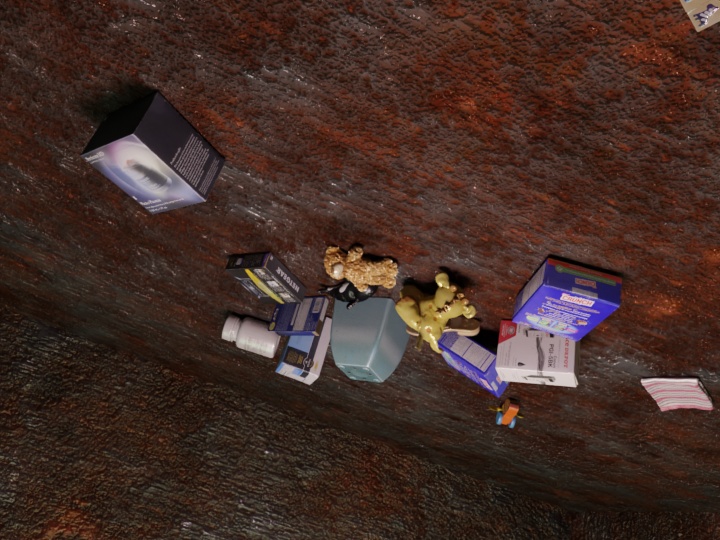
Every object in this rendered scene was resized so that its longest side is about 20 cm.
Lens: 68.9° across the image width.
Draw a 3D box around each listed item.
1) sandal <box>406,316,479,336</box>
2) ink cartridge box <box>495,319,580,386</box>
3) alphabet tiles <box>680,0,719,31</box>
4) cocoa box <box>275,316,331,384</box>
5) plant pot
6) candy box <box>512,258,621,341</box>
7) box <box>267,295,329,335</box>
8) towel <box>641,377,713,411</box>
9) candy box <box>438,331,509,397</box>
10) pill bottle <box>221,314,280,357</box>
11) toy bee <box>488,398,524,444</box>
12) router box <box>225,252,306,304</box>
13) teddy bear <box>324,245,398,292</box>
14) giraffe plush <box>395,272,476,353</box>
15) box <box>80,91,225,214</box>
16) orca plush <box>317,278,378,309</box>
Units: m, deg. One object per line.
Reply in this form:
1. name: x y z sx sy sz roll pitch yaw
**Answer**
1. sandal: 0.228 0.135 1.471 0.207 0.078 0.071 1 129 16
2. ink cartridge box: 0.467 0.214 1.380 0.196 0.149 0.083 -2 146 28
3. alphabet tiles: 0.449 -0.346 0.560 0.165 0.006 0.198 35 146 -29
4. cocoa box: -0.182 0.248 1.727 0.129 0.203 0.134 22 152 -9
5. plant pot: 0.019 0.216 1.567 0.193 0.203 0.196 0 148 29
6. candy box: 0.460 0.070 1.191 0.166 0.078 0.201 17 152 3
7. box: -0.194 0.142 1.633 0.197 0.123 0.032 -4 147 33
8. towel: 0.916 0.358 1.516 0.145 0.030 0.199 -13 139 41
9. candy box: 0.325 0.262 1.532 0.199 0.077 0.170 33 167 41
10. pill bottle: -0.394 0.234 1.906 0.196 0.116 0.115 18 152 -2
11. toy bee: 0.538 0.542 1.985 0.130 0.109 0.201 31 124 -10
12. router box: -0.275 0.027 1.547 0.154 0.053 0.200 -2 146 30
13. teddy bear: 0.000 0.000 1.339 0.197 0.068 0.145 21 149 -9
14. giraffe plush: 0.197 0.087 1.319 0.171 0.202 0.162 32 119 -21
15. box: -0.433 -0.235 1.103 0.197 0.125 0.199 -6 143 35
16. orca plush: -0.039 0.070 1.476 0.196 0.072 0.106 1 148 27
